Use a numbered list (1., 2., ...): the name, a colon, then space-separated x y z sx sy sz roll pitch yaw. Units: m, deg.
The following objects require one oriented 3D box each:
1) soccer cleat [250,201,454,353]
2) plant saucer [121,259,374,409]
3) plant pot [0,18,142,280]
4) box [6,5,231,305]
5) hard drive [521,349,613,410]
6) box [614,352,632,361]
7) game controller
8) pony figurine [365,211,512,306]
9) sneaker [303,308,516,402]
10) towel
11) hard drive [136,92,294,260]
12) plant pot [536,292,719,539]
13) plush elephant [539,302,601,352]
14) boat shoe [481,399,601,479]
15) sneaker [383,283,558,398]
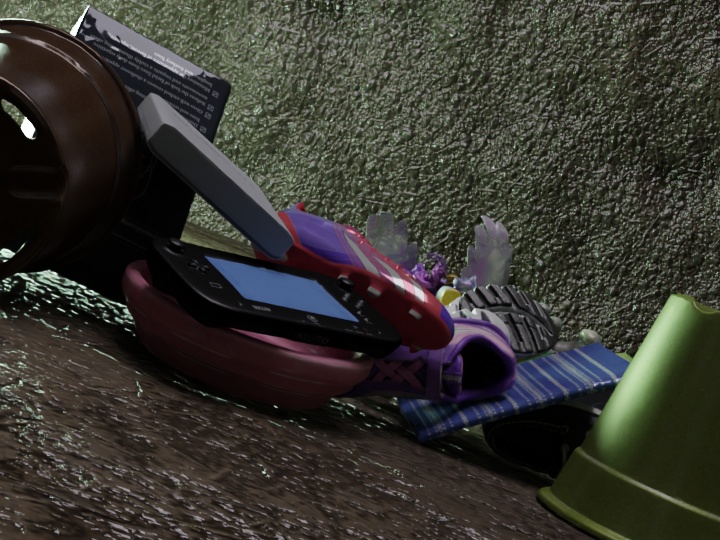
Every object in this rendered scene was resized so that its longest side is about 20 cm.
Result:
1. soccer cleat: 0.000 0.000 1.198 0.199 0.076 0.067 24 -40 28
2. plant saucer: -0.090 0.051 1.110 0.199 0.051 0.201 22 8 -3
3. plant pot: -0.271 -0.081 1.069 0.199 0.202 0.198 22 9 -4
4. box: -0.221 -0.099 1.286 0.148 0.201 0.107 28 -34 -19
5. hard drive: 0.220 0.147 1.427 0.199 0.038 0.140 30 26 16
6. box: 0.259 0.145 1.550 0.199 0.037 0.144 0 34 -43
7. game controller: -0.060 0.021 1.063 0.199 0.042 0.104 13 12 -42
8. pony figurine: 0.083 0.043 1.495 0.165 0.195 0.200 4 8 -11
9. sneaker: 0.044 0.075 1.215 0.198 0.081 0.088 -1 19 -18
10. towel: 0.135 0.106 1.263 0.198 0.024 0.145 -15 7 -5
11. hard drive: -0.119 -0.079 1.167 0.132 0.027 0.200 43 2 -17
12. plant pot: 0.263 0.126 1.141 0.199 0.191 0.200 21 1 0
13. plush elephant: 0.167 0.077 1.666 0.199 0.165 0.156 8 -46 26
14. boat shoe: 0.202 0.165 1.283 0.198 0.074 0.061 15 40 -2
15. sneaker: 0.091 0.073 1.367 0.199 0.091 0.079 -7 56 -26
